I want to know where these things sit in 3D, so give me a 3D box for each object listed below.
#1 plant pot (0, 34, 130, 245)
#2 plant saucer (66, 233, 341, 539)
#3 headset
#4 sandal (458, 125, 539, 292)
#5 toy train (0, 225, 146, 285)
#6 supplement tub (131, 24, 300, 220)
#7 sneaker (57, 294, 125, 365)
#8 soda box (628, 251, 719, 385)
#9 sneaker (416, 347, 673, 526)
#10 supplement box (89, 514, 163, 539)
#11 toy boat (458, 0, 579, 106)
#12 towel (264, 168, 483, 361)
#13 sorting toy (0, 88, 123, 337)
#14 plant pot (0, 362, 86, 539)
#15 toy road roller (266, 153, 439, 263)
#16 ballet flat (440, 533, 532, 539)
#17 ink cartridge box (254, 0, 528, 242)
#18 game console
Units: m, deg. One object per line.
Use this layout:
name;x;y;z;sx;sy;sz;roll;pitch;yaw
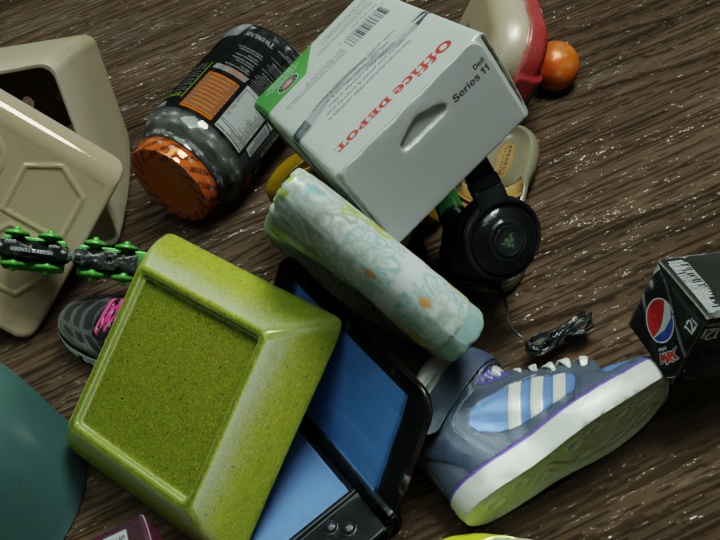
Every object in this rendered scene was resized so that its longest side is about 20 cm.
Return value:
plant pot;-0.357;-0.151;0.955;0.196;0.202;0.178;-6;34;9
plant saucer;-0.139;0.089;0.679;0.198;0.048;0.202;24;89;30
headset;0.117;-0.027;0.729;0.093;0.124;0.203;-22;85;-9
sandal;0.126;-0.070;0.829;0.079;0.054;0.202;5;57;20
toy train;-0.243;-0.007;0.834;0.197;0.056;0.043;8;80;-16
supplement tub;-0.147;-0.157;0.938;0.121;0.123;0.201;16;55;27
sneaker;-0.199;0.044;0.797;0.197;0.088;0.074;9;52;23
soda box;0.305;0.026;0.650;0.197;0.071;0.064;-6;44;-18
sneaker;0.121;0.086;0.678;0.198;0.081;0.147;-31;53;-5
supplement box;-0.208;0.265;0.590;0.197;0.111;0.086;-24;47;-7
toy boat;0.173;-0.231;0.935;0.129;0.131;0.202;16;43;-15
towel;0.000;0.000;0.680;0.170;0.200;0.048;36;83;-6
sorting toy;-0.353;-0.063;0.847;0.202;0.183;0.036;-59;15;5
plant pot;-0.345;0.147;0.697;0.197;0.162;0.203;-8;47;9
toy road roller;0.001;-0.092;0.845;0.144;0.124;0.202;3;50;32
ballet flat;0.128;0.210;0.576;0.197;0.068;0.067;13;54;25
ink cartridge box;0.016;-0.129;0.696;0.146;0.083;0.200;-44;34;1
game console;-0.059;0.120;0.672;0.171;0.120;0.200;-35;49;-16
